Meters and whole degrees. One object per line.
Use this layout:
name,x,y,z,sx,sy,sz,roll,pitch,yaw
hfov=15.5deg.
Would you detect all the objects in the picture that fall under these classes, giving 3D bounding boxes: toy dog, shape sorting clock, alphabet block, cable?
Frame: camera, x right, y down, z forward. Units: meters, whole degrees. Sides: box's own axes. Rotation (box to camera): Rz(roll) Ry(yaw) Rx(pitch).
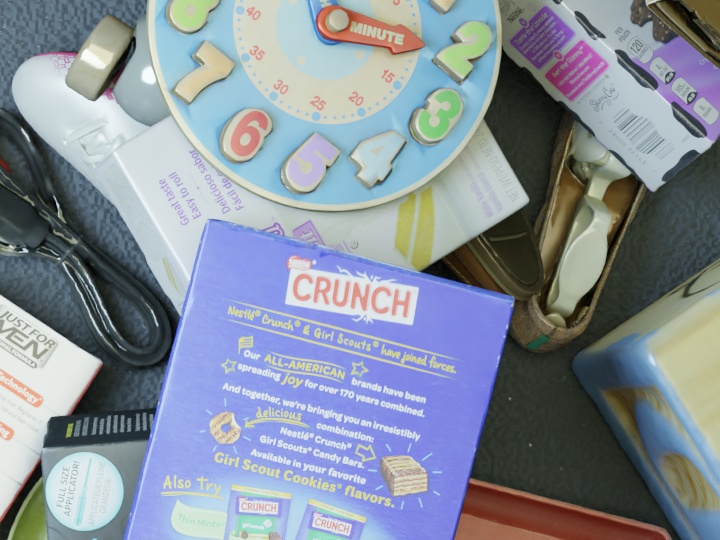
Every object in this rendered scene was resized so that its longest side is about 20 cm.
toy dog,-0.090,-0.155,1.544,0.131,0.096,0.201,20,57,-16
shape sorting clock,-0.018,-0.132,1.443,0.199,0.039,0.202,3,80,-16
alphabet block,0.272,0.076,1.556,0.199,0.195,0.197,-33,92,-9
cable,-0.193,-0.020,1.597,0.200,0.050,0.097,38,55,-16

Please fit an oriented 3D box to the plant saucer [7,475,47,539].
plant saucer,-0.115,0.189,1.585,0.198,0.031,0.202,1,85,-8

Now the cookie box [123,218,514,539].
cookie box,-0.024,0.089,1.389,0.170,0.075,0.201,15,91,-4

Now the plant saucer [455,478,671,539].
plant saucer,0.072,0.231,1.591,0.199,0.037,0.201,14,75,-4

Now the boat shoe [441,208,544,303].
boat shoe,0.034,-0.054,1.603,0.068,0.072,0.201,-40,77,29

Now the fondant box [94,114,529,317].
fondant box,-0.026,-0.047,1.478,0.199,0.058,0.145,-31,92,-18

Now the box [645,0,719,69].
box,0.190,-0.214,1.524,0.021,0.163,0.201,-19,65,25

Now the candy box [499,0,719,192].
candy box,0.161,-0.178,1.598,0.200,0.072,0.168,42,56,-3

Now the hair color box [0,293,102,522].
hair color box,-0.246,0.111,1.558,0.101,0.061,0.201,34,83,-4

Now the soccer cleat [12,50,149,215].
soccer cleat,-0.123,-0.058,1.569,0.199,0.070,0.087,30,41,-5

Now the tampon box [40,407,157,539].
tampon box,-0.075,0.155,1.491,0.198,0.126,0.151,-5,95,-4

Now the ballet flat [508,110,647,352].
ballet flat,0.145,-0.044,1.618,0.068,0.067,0.201,18,83,-9
